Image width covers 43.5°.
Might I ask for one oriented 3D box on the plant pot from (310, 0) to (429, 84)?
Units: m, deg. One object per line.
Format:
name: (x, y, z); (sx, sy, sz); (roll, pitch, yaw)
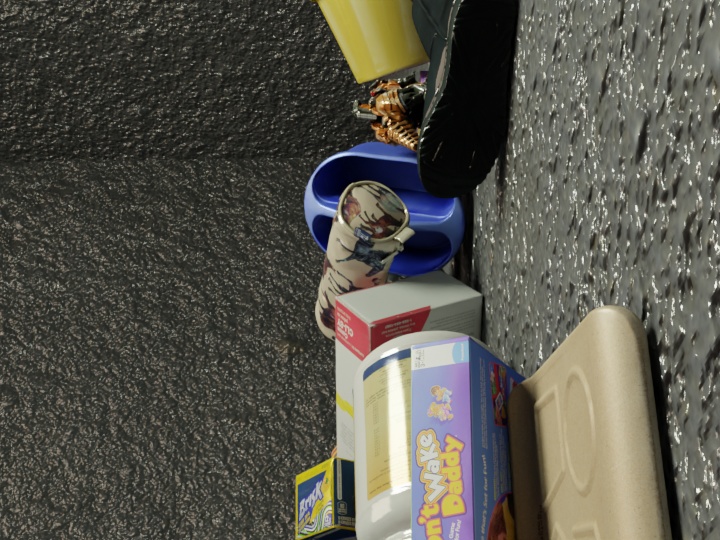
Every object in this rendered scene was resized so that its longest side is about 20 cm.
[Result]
plant pot: (0.030, -0.365, 1.229); (0.201, 0.197, 0.192); (-98, -8, -80)

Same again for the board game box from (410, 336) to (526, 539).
board game box: (0.083, 0.162, 0.608); (0.134, 0.044, 0.204); (35, -129, -53)

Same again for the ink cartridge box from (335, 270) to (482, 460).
ink cartridge box: (0.050, 0.119, 0.980); (0.083, 0.143, 0.204); (31, 128, 52)

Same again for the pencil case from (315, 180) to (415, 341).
pencil case: (0.000, 0.000, 1.012); (0.090, 0.077, 0.202); (50, 147, 27)

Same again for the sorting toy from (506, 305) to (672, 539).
sorting toy: (0.127, 0.135, 0.501); (0.200, 0.036, 0.189); (106, 163, -71)

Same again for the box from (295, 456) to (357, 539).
box: (0.036, 0.232, 0.862); (0.070, 0.197, 0.065); (-35, 48, 44)

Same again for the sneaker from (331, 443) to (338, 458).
sneaker: (0.024, 0.143, 1.083); (0.113, 0.199, 0.077); (54, 166, -24)

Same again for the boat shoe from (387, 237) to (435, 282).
boat shoe: (0.067, 0.013, 1.159); (0.074, 0.065, 0.203); (-153, 46, -76)

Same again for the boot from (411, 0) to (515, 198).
boot: (0.088, -0.193, 0.849); (0.169, 0.075, 0.203); (-100, 15, -59)

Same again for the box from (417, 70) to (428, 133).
box: (0.101, -0.150, 1.195); (0.138, 0.038, 0.202); (89, 179, -45)

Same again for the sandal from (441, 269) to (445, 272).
sandal: (0.047, 0.075, 1.218); (0.201, 0.080, 0.054); (-53, 26, -17)

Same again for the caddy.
caddy: (0.032, -0.072, 1.061); (0.105, 0.196, 0.144); (-47, -38, -59)

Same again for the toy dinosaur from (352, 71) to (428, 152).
toy dinosaur: (0.057, -0.169, 1.023); (0.103, 0.133, 0.203); (92, 177, -48)

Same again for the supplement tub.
supplement tub: (0.065, 0.171, 0.764); (0.146, 0.141, 0.203); (91, 178, -51)
